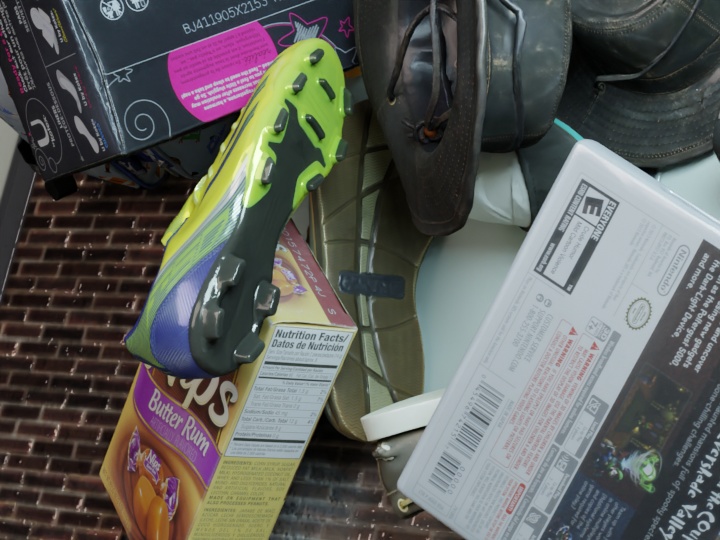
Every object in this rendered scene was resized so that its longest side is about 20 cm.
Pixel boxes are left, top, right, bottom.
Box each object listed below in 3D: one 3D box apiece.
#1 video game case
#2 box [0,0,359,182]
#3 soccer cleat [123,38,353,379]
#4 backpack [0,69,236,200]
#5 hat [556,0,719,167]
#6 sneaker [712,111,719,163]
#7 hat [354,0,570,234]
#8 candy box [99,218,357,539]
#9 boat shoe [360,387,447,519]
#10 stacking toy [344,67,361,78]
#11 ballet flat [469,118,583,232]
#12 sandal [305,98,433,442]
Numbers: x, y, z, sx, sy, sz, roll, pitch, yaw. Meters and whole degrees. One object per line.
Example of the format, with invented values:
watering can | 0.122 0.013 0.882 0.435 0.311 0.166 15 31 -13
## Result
video game case | 0.132 0.069 1.369 0.181 0.023 0.201 34 107 23
box | -0.093 -0.146 1.573 0.115 0.199 0.133 -15 97 60
soccer cleat | -0.066 -0.036 1.490 0.083 0.065 0.201 1 60 39
backpack | -0.148 -0.149 1.709 0.153 0.190 0.201 13 80 31
hat | 0.139 -0.154 1.501 0.200 0.081 0.202 -22 57 38
sneaker | 0.231 -0.025 1.350 0.200 0.074 0.085 26 91 48
hat | 0.061 -0.121 1.447 0.201 0.080 0.202 173 90 -76
candy box | -0.076 0.073 1.575 0.117 0.056 0.201 58 134 46
boat shoe | 0.096 0.080 1.444 0.201 0.072 0.061 -13 92 28
stacking toy | 0.016 -0.206 1.654 0.116 0.109 0.201 39 114 52
ballet flat | 0.066 -0.063 1.538 0.068 0.068 0.200 -22 35 -15
sandal | 0.000 0.000 1.584 0.054 0.080 0.201 -30 53 59
